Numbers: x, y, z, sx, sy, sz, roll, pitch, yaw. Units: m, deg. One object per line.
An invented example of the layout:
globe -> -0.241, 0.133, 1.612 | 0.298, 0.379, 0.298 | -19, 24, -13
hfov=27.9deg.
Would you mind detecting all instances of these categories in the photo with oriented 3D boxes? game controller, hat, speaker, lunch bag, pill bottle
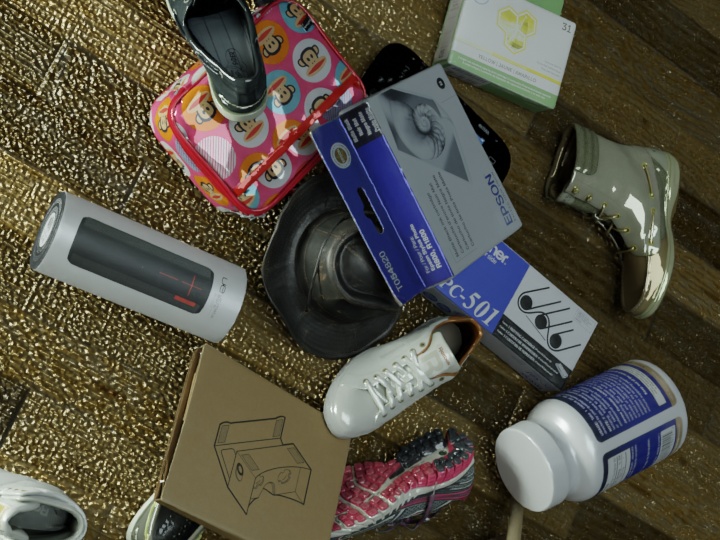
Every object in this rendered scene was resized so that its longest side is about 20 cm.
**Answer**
game controller -> 0.078, -0.151, 1.565 | 0.200, 0.042, 0.105 | 42, 71, -19
hat -> 0.000, 0.000, 1.473 | 0.199, 0.081, 0.203 | -9, 104, -39
speaker -> -0.210, -0.001, 1.395 | 0.199, 0.081, 0.082 | 25, 77, -23
lunch bag -> -0.094, -0.153, 1.464 | 0.200, 0.082, 0.177 | -47, 111, -19
pill bottle -> 0.250, 0.181, 1.579 | 0.199, 0.115, 0.117 | -20, 96, -31

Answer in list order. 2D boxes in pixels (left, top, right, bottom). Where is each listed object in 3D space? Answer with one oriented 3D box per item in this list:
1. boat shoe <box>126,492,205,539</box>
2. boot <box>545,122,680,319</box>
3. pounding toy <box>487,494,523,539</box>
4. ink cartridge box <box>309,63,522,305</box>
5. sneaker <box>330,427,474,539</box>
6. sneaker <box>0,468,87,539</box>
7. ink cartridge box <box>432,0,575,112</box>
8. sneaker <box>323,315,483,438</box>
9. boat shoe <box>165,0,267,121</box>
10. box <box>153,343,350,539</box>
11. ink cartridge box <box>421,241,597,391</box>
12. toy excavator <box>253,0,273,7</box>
boat shoe -> -0.153, 0.200, 1.421 | 0.072, 0.060, 0.203 | 39, 70, -17
boot -> 0.281, -0.056, 1.642 | 0.153, 0.072, 0.202 | 15, 76, -25
pounding toy -> 0.143, 0.335, 1.506 | 0.198, 0.184, 0.144 | -15, 106, -25
ink cartridge box -> 0.062, -0.092, 1.473 | 0.200, 0.040, 0.201 | -34, 98, -46
sneaker -> 0.035, 0.240, 1.505 | 0.198, 0.081, 0.075 | -20, 126, -18
sneaker -> -0.342, 0.205, 1.300 | 0.198, 0.115, 0.075 | 14, 83, -23
ink cartridge box -> 0.172, -0.296, 1.617 | 0.144, 0.048, 0.202 | 19, 81, -23
sneaker -> 0.046, 0.101, 1.497 | 0.199, 0.084, 0.073 | -37, 98, -31
boat shoe -> -0.139, -0.242, 1.379 | 0.074, 0.066, 0.201 | -13, 70, -11
box -> -0.099, 0.188, 1.410 | 0.199, 0.021, 0.165 | 34, 53, -31
ink cartridge box -> 0.162, 0.039, 1.593 | 0.200, 0.044, 0.094 | 39, 70, -18
toy excavator -> -0.041, -0.369, 1.490 | 0.193, 0.200, 0.101 | -24, 107, 12
